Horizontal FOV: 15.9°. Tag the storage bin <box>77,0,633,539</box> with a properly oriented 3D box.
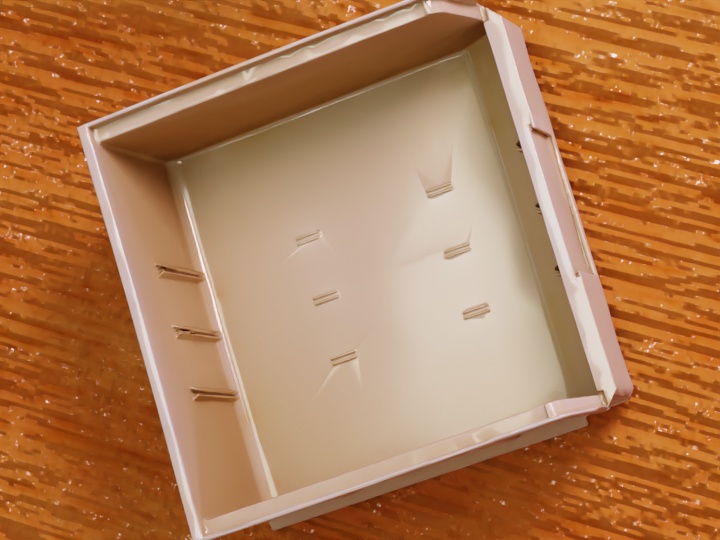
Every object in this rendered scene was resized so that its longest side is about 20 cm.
[{"bbox_3d":[0.000,0.000,1.194,0.198,0.094,0.201,-20,79,17],"label":"storage bin"}]
